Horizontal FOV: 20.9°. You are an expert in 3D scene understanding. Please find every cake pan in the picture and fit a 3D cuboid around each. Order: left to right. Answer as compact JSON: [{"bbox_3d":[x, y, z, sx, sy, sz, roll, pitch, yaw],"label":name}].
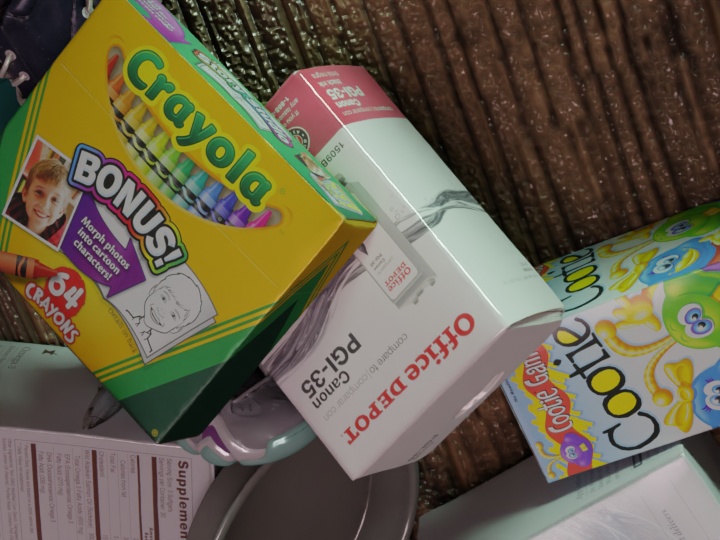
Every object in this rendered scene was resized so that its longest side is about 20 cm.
[{"bbox_3d":[-0.041,0.176,1.272,0.037,0.200,0.201,27,123,37],"label":"cake pan"}]

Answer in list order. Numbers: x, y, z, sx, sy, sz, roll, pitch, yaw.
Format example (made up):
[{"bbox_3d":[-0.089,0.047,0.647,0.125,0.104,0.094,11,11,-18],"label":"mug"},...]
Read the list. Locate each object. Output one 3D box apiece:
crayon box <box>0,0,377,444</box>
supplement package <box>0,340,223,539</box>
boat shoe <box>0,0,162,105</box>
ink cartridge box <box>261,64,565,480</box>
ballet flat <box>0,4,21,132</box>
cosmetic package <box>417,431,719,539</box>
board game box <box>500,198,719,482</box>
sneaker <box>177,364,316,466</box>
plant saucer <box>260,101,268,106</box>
[{"bbox_3d":[-0.118,-0.032,1.124,0.200,0.058,0.173,45,108,16],"label":"crayon box"},{"bbox_3d":[-0.178,0.129,1.306,0.200,0.117,0.118,5,116,9],"label":"supplement package"},{"bbox_3d":[-0.194,-0.119,1.202,0.093,0.075,0.200,9,112,-30],"label":"boat shoe"},{"bbox_3d":[0.000,0.000,1.153,0.147,0.083,0.200,-47,73,25],"label":"ink cartridge box"},{"bbox_3d":[-0.244,-0.131,1.233,0.073,0.073,0.200,5,122,10],"label":"ballet flat"},{"bbox_3d":[0.169,0.214,1.256,0.200,0.123,0.200,-31,105,16],"label":"cosmetic package"},{"bbox_3d":[0.189,0.034,1.191,0.200,0.105,0.103,-21,108,19],"label":"board game box"},{"bbox_3d":[-0.111,0.033,1.199,0.200,0.078,0.140,20,134,40],"label":"sneaker"},{"bbox_3d":[-0.037,-0.019,1.255,0.200,0.031,0.200,5,115,11],"label":"plant saucer"}]
